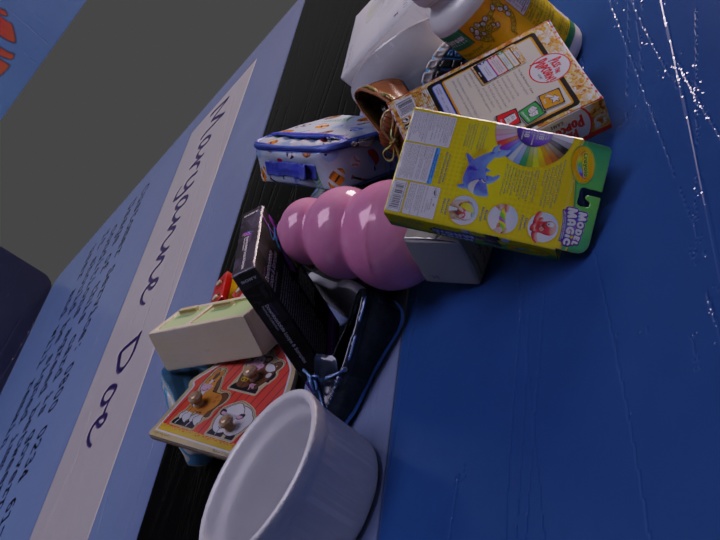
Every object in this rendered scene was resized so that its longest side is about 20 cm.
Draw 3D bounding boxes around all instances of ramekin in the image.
[{"bbox_3d":[-0.071,0.232,1.178,0.200,0.098,0.201,-46,21,24],"label":"ramekin"}]

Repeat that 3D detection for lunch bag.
[{"bbox_3d":[-0.037,-0.153,1.482,0.160,0.076,0.200,-19,17,-34],"label":"lunch bag"}]

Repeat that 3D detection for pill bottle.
[{"bbox_3d":[0.153,-0.298,1.344,0.113,0.200,0.113,-45,22,25],"label":"pill bottle"}]

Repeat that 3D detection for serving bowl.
[{"bbox_3d":[0.089,-0.252,1.510,0.200,0.200,0.066,-40,68,37],"label":"serving bowl"}]

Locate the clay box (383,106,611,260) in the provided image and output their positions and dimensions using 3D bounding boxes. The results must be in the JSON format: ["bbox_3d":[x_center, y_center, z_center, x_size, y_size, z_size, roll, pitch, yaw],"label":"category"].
[{"bbox_3d":[0.134,-0.082,1.113,0.048,0.199,0.115,52,-127,-71],"label":"clay box"}]

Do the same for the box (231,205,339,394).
[{"bbox_3d":[-0.085,0.038,1.370,0.036,0.200,0.143,-23,29,13],"label":"box"}]

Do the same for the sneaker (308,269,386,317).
[{"bbox_3d":[0.000,0.000,1.436,0.099,0.071,0.200,-50,16,-14],"label":"sneaker"}]

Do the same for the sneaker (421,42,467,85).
[{"bbox_3d":[0.102,-0.203,1.449,0.087,0.075,0.201,-88,14,-76],"label":"sneaker"}]

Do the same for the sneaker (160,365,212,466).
[{"bbox_3d":[-0.245,0.198,1.631,0.200,0.076,0.081,-118,32,-60],"label":"sneaker"}]

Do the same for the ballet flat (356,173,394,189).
[{"bbox_3d":[0.014,-0.079,1.470,0.200,0.069,0.071,-40,-28,-64],"label":"ballet flat"}]

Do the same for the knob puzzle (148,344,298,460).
[{"bbox_3d":[-0.166,0.155,1.505,0.219,0.031,0.220,-21,30,13],"label":"knob puzzle"}]

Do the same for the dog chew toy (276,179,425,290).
[{"bbox_3d":[-0.006,-0.042,1.306,0.199,0.125,0.125,4,55,30],"label":"dog chew toy"}]

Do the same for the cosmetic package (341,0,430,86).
[{"bbox_3d":[0.085,-0.369,1.728,0.200,0.123,0.200,-43,23,34],"label":"cosmetic package"}]

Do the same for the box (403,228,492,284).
[{"bbox_3d":[0.118,-0.088,1.248,0.068,0.082,0.200,3,57,30],"label":"box"}]

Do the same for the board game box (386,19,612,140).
[{"bbox_3d":[0.142,-0.166,1.211,0.200,0.046,0.152,-26,46,7],"label":"board game box"}]

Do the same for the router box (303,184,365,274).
[{"bbox_3d":[-0.041,-0.057,1.592,0.150,0.062,0.200,-50,19,38],"label":"router box"}]

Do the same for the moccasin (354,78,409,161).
[{"bbox_3d":[0.049,-0.167,1.356,0.074,0.078,0.202,101,151,-41],"label":"moccasin"}]

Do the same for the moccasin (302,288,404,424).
[{"bbox_3d":[-0.027,0.112,1.307,0.200,0.068,0.080,-62,21,-16],"label":"moccasin"}]

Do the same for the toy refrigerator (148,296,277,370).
[{"bbox_3d":[-0.198,0.082,1.593,0.200,0.070,0.076,-12,20,41],"label":"toy refrigerator"}]

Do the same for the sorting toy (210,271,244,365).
[{"bbox_3d":[-0.170,0.048,1.733,0.200,0.070,0.199,-44,23,29],"label":"sorting toy"}]
